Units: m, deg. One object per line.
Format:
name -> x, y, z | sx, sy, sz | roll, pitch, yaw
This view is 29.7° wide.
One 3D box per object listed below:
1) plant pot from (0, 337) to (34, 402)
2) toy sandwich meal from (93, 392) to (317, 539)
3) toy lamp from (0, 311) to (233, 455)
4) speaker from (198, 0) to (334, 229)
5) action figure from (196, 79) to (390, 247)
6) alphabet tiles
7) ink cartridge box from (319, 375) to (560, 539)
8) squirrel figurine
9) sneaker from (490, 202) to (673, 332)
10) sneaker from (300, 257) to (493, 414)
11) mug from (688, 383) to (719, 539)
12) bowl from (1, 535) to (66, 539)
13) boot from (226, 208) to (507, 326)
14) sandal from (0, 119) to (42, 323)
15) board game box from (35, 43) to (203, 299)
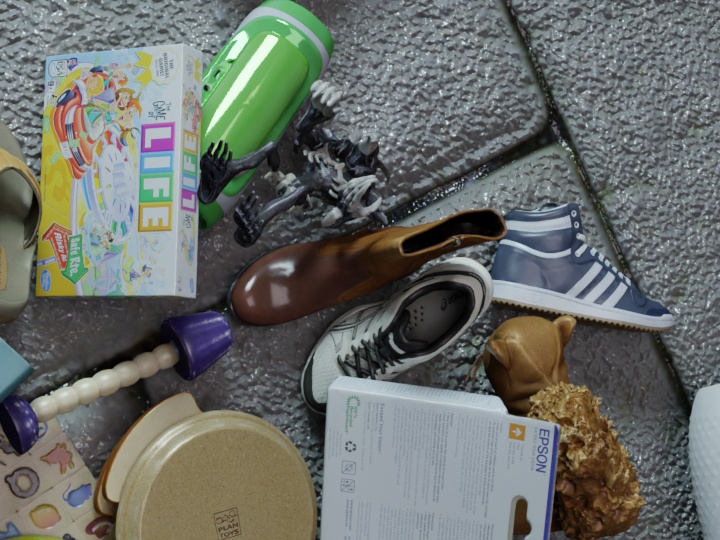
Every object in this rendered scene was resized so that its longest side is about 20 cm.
plant pot -> -0.367, 0.097, 1.007 | 0.141, 0.141, 0.200 | 45, 77, -11
toy sandwich meal -> -0.131, 0.206, 1.144 | 0.205, 0.070, 0.206 | 2, 87, -31
toy lamp -> -0.198, 0.087, 1.122 | 0.200, 0.058, 0.058 | -25, 96, -27
speaker -> -0.105, -0.136, 1.168 | 0.088, 0.088, 0.200 | 38, 72, -17
action figure -> -0.032, -0.084, 1.122 | 0.200, 0.102, 0.119 | -23, 77, -44
alphabet tiles -> -0.293, 0.205, 1.102 | 0.166, 0.006, 0.200 | -34, 100, -23
ink cartridge box -> 0.065, 0.198, 1.152 | 0.199, 0.041, 0.200 | 8, 107, 14
squirrel figurine -> 0.174, 0.136, 1.208 | 0.141, 0.200, 0.187 | -11, 99, -19
sneaker -> 0.220, -0.003, 1.310 | 0.199, 0.070, 0.109 | 11, 83, -20
sneaker -> 0.023, 0.057, 1.172 | 0.200, 0.088, 0.076 | -39, 91, 12
mug -> 0.411, 0.192, 1.353 | 0.200, 0.147, 0.176 | -4, 79, -54
bowl -> -0.250, 0.314, 1.051 | 0.199, 0.108, 0.201 | 0, 90, -26
boot -> 0.000, 0.000, 1.140 | 0.188, 0.200, 0.069 | -10, 90, -24
sandal -> -0.282, -0.052, 1.060 | 0.080, 0.054, 0.201 | 20, 42, -39
board game box -> -0.196, -0.078, 1.103 | 0.034, 0.134, 0.201 | 12, 77, -66
